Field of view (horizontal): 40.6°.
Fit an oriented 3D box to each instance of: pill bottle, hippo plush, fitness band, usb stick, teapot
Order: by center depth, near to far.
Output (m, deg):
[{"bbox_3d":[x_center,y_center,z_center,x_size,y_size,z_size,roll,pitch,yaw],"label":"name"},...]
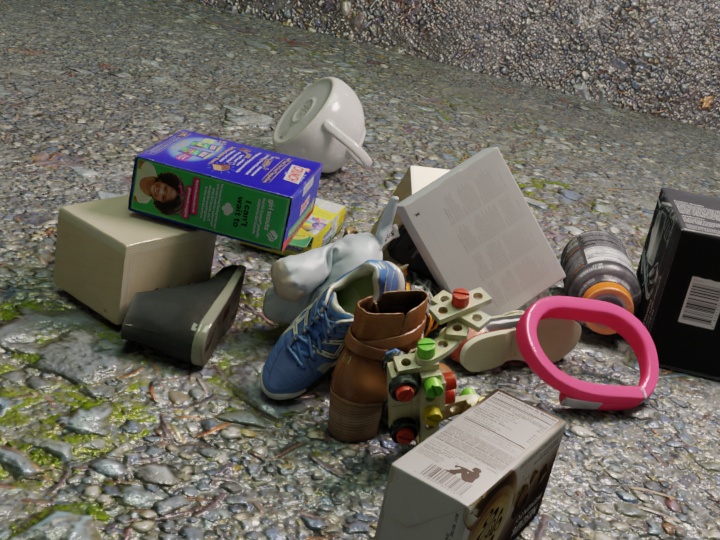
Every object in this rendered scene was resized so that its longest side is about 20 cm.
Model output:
[{"bbox_3d":[-0.003,0.051,1.170,0.199,0.160,0.161,-27,65,-11],"label":"hippo plush"},{"bbox_3d":[0.283,0.100,1.201,0.199,0.037,0.144,8,54,-23],"label":"fitness band"},{"bbox_3d":[0.130,0.008,1.337,0.199,0.056,0.033,33,21,-4],"label":"usb stick"},{"bbox_3d":[0.351,0.021,1.424,0.105,0.107,0.200,12,23,3],"label":"pill bottle"},{"bbox_3d":[-0.058,-0.253,1.829,0.146,0.197,0.201,41,43,-26],"label":"teapot"}]

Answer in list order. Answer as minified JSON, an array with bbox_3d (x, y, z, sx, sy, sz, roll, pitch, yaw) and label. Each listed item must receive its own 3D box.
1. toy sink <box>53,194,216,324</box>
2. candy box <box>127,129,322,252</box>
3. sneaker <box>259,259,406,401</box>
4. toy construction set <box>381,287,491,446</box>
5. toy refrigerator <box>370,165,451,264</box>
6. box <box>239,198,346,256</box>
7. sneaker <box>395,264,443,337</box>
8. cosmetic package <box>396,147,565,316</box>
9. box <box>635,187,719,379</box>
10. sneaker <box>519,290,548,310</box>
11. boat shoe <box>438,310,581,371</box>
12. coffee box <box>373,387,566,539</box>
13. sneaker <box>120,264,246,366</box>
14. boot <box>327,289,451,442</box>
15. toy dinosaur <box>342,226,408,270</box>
[{"bbox_3d":[-0.261,-0.021,1.221,0.130,0.113,0.199,27,27,31],"label":"toy sink"},{"bbox_3d":[-0.163,-0.105,1.222,0.199,0.078,0.169,14,21,7],"label":"candy box"},{"bbox_3d":[-0.039,0.058,1.052,0.076,0.200,0.077,43,0,19],"label":"sneaker"},{"bbox_3d":[0.087,0.118,0.978,0.130,0.201,0.092,-9,26,-8],"label":"toy construction set"},{"bbox_3d":[0.077,-0.072,1.395,0.075,0.200,0.070,5,65,-14],"label":"toy refrigerator"},{"bbox_3d":[-0.104,-0.068,1.496,0.117,0.049,0.200,16,20,11],"label":"box"},{"bbox_3d":[0.073,0.052,1.263,0.077,0.079,0.200,20,24,-7],"label":"sneaker"},{"bbox_3d":[0.158,-0.038,1.284,0.150,0.201,0.052,-32,11,-12],"label":"cosmetic package"},{"bbox_3d":[0.468,0.013,1.374,0.123,0.201,0.197,13,22,6],"label":"box"},{"bbox_3d":[0.177,0.011,1.416,0.198,0.077,0.081,7,13,-15],"label":"sneaker"},{"bbox_3d":[0.196,0.085,1.252,0.199,0.072,0.063,-7,25,-28],"label":"boat shoe"},{"bbox_3d":[0.099,0.198,0.871,0.079,0.114,0.200,24,24,28],"label":"coffee box"},{"bbox_3d":[-0.205,0.034,1.161,0.105,0.075,0.200,15,24,4],"label":"sneaker"},{"bbox_3d":[0.047,0.088,1.051,0.199,0.156,0.077,-9,30,-40],"label":"boot"},{"bbox_3d":[0.000,0.000,1.302,0.058,0.102,0.200,-4,20,-19],"label":"toy dinosaur"}]
